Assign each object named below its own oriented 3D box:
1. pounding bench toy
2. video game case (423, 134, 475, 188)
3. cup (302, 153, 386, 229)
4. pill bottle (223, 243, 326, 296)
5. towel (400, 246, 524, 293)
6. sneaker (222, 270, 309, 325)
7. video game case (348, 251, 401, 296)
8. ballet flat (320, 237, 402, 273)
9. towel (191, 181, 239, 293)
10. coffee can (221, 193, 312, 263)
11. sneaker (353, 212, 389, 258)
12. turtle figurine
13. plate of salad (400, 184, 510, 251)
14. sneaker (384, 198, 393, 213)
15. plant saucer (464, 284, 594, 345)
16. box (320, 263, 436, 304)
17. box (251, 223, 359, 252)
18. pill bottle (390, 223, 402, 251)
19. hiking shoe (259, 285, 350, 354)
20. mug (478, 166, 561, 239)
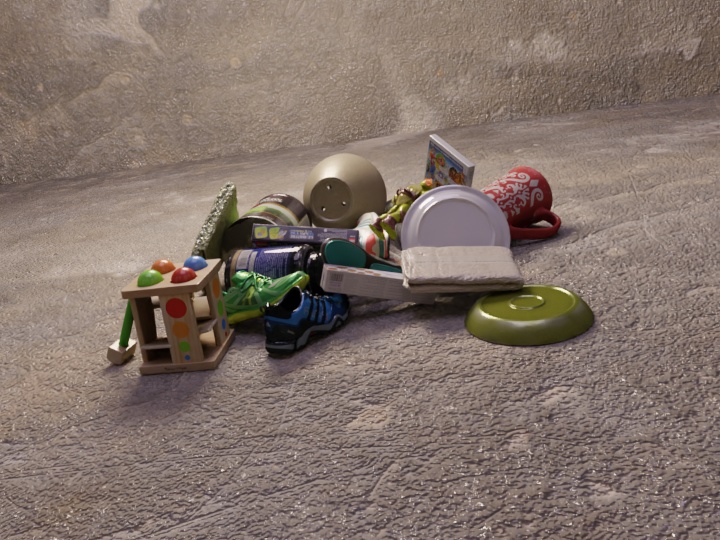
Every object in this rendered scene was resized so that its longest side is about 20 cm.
[{"bbox_3d":[-0.323,0.067,1.138,0.198,0.157,0.124,-6,18,8],"label":"pounding bench toy"},{"bbox_3d":[0.178,-0.164,1.493,0.018,0.201,0.143,-17,43,-24],"label":"video game case"},{"bbox_3d":[-0.049,-0.163,1.619,0.198,0.202,0.143,-4,9,12],"label":"cup"},{"bbox_3d":[-0.137,0.010,1.297,0.198,0.113,0.112,-4,18,18],"label":"pill bottle"},{"bbox_3d":[0.167,-0.001,1.201,0.198,0.035,0.133,0,26,1],"label":"towel"},{"bbox_3d":[-0.181,0.036,1.215,0.199,0.084,0.074,-20,1,20],"label":"sneaker"},{"bbox_3d":[0.000,0.000,1.422,0.181,0.023,0.200,-14,19,-19],"label":"video game case"},{"bbox_3d":[-0.001,-0.005,1.267,0.199,0.068,0.064,23,-6,-32],"label":"ballet flat"},{"bbox_3d":[-0.293,-0.069,1.446,0.036,0.149,0.201,15,57,3],"label":"towel"},{"bbox_3d":[-0.194,-0.070,1.517,0.145,0.148,0.200,-4,19,11],"label":"coffee can"},{"bbox_3d":[-0.001,-0.073,1.491,0.093,0.071,0.200,-5,20,-11],"label":"sneaker"},{"bbox_3d":[0.098,-0.129,1.386,0.161,0.065,0.199,-44,29,-21],"label":"turtle figurine"},{"bbox_3d":[0.172,-0.058,1.302,0.198,0.202,0.048,-8,-14,0],"label":"plate of salad"},{"bbox_3d":[0.097,-0.125,1.674,0.199,0.077,0.114,17,23,42],"label":"sneaker"},{"bbox_3d":[0.260,0.061,1.111,0.198,0.031,0.200,-7,18,2],"label":"plant saucer"},{"bbox_3d":[0.032,0.023,1.209,0.198,0.042,0.039,7,15,-15],"label":"box"},{"bbox_3d":[-0.100,-0.043,1.354,0.198,0.035,0.110,4,-24,2],"label":"box"},{"bbox_3d":[0.149,-0.076,1.441,0.113,0.115,0.200,-16,20,-25],"label":"pill bottle"},{"bbox_3d":[-0.081,0.062,1.160,0.074,0.087,0.200,4,21,32],"label":"hiking shoe"},{"bbox_3d":[0.317,-0.130,1.519,0.199,0.135,0.177,-27,24,-38],"label":"mug"}]
